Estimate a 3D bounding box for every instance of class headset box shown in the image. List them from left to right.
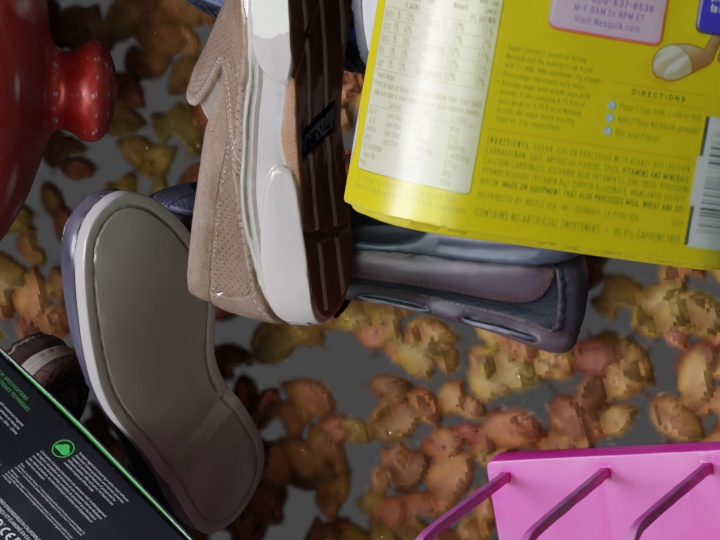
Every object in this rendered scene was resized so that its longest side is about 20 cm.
[{"bbox_3d":[-0.129,0.165,1.277,0.174,0.093,0.200,41,152,36],"label":"headset box"}]

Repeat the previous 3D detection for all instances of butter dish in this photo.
[{"bbox_3d":[-0.177,-0.081,1.272,0.147,0.200,0.200,5,109,-1],"label":"butter dish"}]

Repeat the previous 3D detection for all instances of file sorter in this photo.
[{"bbox_3d":[0.135,0.153,1.204,0.199,0.125,0.139,-5,102,26],"label":"file sorter"}]

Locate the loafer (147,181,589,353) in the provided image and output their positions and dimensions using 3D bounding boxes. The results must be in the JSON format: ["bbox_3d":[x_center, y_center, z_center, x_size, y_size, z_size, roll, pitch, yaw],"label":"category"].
[{"bbox_3d":[0.000,0.000,1.258,0.199,0.072,0.063,4,110,21],"label":"loafer"}]

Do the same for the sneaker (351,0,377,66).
[{"bbox_3d":[0.071,-0.149,1.113,0.115,0.076,0.201,23,112,16],"label":"sneaker"}]

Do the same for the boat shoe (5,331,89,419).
[{"bbox_3d":[-0.202,0.094,1.377,0.075,0.075,0.202,47,116,18],"label":"boat shoe"}]

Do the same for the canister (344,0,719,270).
[{"bbox_3d":[0.078,-0.109,1.021,0.148,0.087,0.201,8,96,-21],"label":"canister"}]

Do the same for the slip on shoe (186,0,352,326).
[{"bbox_3d":[-0.040,-0.076,1.178,0.060,0.076,0.201,5,112,21],"label":"slip on shoe"}]

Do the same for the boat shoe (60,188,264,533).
[{"bbox_3d":[-0.098,0.036,1.275,0.063,0.073,0.200,25,150,34],"label":"boat shoe"}]

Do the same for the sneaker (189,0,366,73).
[{"bbox_3d":[0.020,-0.120,1.224,0.200,0.066,0.079,12,83,27],"label":"sneaker"}]
